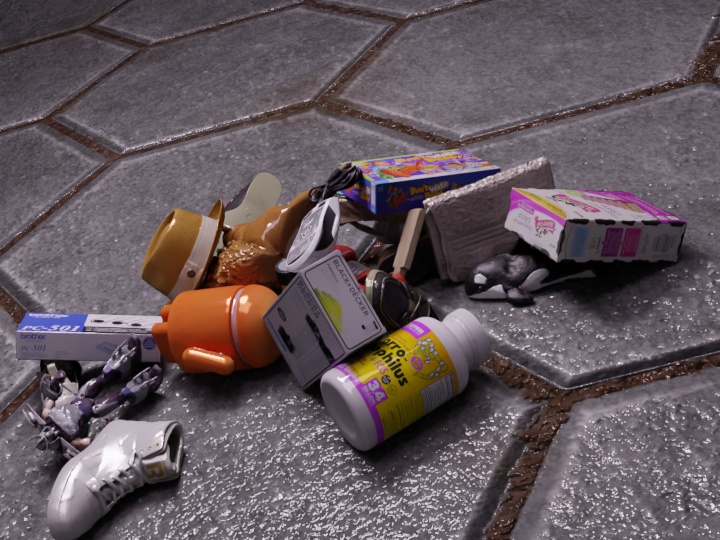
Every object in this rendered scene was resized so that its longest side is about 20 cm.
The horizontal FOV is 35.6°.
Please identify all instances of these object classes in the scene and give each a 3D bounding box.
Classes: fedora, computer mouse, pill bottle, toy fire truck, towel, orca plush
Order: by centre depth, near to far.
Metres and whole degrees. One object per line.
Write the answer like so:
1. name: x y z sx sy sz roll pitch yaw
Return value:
1. pill bottle: 0.058 0.123 1.339 0.199 0.105 0.104 -29 31 -21
2. orca plush: 0.234 -0.011 1.513 0.198 0.072 0.105 -1 32 26
3. computer mouse: -0.052 -0.062 1.543 0.109 0.044 0.201 -34 27 40
4. toy fire truck: 0.000 0.000 1.557 0.199 0.130 0.176 -28 30 -21
5. towel: 0.189 -0.069 1.574 0.198 0.134 0.035 -21 25 -7
6. fedora: -0.275 -0.027 1.692 0.081 0.202 0.201 24 24 -16

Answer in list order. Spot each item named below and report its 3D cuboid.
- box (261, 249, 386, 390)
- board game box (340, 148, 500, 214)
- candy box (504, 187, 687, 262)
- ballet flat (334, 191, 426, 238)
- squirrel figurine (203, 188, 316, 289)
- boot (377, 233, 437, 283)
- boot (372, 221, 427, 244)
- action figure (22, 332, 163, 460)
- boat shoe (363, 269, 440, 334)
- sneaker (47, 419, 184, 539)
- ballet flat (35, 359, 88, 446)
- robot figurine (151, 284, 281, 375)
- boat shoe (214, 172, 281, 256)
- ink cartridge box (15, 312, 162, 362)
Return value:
1. box: -0.050 0.065 1.385 0.060 0.117 0.200 -27 -6 -25
2. board game box: 0.085 -0.131 1.629 0.198 0.045 0.134 -9 21 -22
3. candy box: 0.312 -0.061 1.493 0.198 0.062 0.136 -1 22 -26
4. ballet flat: 0.051 -0.082 1.663 0.198 0.068 0.068 8 17 25
5. squirrel figurine: -0.164 -0.026 1.689 0.199 0.143 0.186 -35 27 -34
6. boot: 0.118 -0.037 1.631 0.198 0.074 0.076 -17 19 3
7. boot: 0.120 -0.080 1.694 0.198 0.074 0.096 -25 32 -6
8. action figure: -0.356 0.173 1.475 0.130 0.070 0.200 44 52 7
9. boat shoe: 0.057 0.047 1.412 0.065 0.201 0.073 3 74 19
10. sneaker: -0.284 0.244 1.343 0.114 0.074 0.201 -7 29 23
11. ballet flat: -0.419 0.166 1.554 0.072 0.074 0.200 -20 29 -6
12. robot figurine: -0.184 0.081 1.530 0.198 0.118 0.144 -7 -3 19
13. boat shoe: -0.201 -0.079 1.877 0.063 0.073 0.202 -38 16 50
14. ink cartridge box: -0.383 0.095 1.596 0.197 0.045 0.094 2 14 -9
